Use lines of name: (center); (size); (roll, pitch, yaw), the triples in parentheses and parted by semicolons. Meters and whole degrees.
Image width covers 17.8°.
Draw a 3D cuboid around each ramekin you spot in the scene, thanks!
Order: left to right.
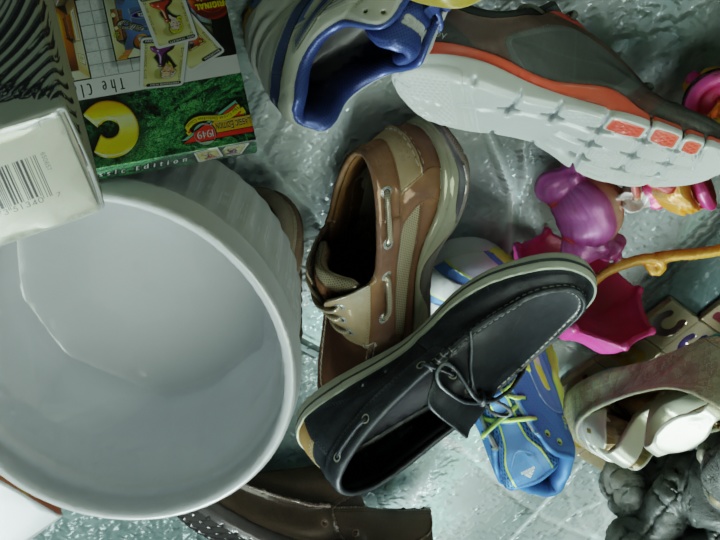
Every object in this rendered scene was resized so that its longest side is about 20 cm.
ramekin: (-0.123, 0.024, 1.231); (0.199, 0.105, 0.201); (4, 119, 8)

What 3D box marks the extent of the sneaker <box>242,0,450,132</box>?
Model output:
sneaker: (0.030, -0.147, 1.175); (0.200, 0.088, 0.075); (-41, 132, 19)

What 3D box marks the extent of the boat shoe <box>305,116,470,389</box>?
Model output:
boat shoe: (0.000, 0.000, 1.317); (0.072, 0.076, 0.201); (-11, 130, -35)

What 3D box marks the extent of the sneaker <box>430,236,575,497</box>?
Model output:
sneaker: (0.092, 0.067, 1.404); (0.075, 0.105, 0.200); (-26, 138, 6)

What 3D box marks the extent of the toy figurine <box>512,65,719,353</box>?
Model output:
toy figurine: (0.174, -0.031, 1.337); (0.183, 0.150, 0.201); (-19, 117, 12)

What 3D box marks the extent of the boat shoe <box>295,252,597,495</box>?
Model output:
boat shoe: (0.053, 0.061, 1.304); (0.200, 0.062, 0.075); (-34, 137, 12)

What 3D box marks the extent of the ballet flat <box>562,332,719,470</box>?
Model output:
ballet flat: (0.177, 0.090, 1.427); (0.067, 0.063, 0.200); (33, 149, -13)

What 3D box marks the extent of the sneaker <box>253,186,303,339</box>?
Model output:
sneaker: (-0.068, 0.027, 1.346); (0.075, 0.070, 0.200); (-16, 142, -44)

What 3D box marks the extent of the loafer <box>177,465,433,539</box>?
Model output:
loafer: (-0.036, 0.155, 1.485); (0.199, 0.071, 0.073); (23, 166, -29)

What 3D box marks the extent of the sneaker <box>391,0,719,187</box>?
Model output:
sneaker: (0.117, -0.107, 1.236); (0.199, 0.082, 0.077); (18, 155, -17)

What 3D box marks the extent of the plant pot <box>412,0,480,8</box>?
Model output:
plant pot: (0.044, -0.234, 1.008); (0.194, 0.200, 0.196); (-26, 137, 6)

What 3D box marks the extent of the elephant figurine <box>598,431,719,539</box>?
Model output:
elephant figurine: (0.253, 0.129, 1.489); (0.141, 0.156, 0.200); (16, 136, -16)

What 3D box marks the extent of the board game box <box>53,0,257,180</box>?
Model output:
board game box: (-0.159, -0.092, 1.148); (0.199, 0.105, 0.023); (-11, 167, -11)

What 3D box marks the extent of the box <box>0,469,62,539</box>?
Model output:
box: (-0.272, 0.076, 1.258); (0.097, 0.125, 0.200); (-35, 136, 15)

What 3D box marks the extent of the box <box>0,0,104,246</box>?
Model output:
box: (-0.178, -0.103, 1.054); (0.082, 0.200, 0.069); (-19, 138, -2)

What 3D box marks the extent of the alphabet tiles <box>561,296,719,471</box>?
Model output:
alphabet tiles: (0.226, 0.088, 1.550); (0.166, 0.006, 0.200); (-39, 134, 20)
